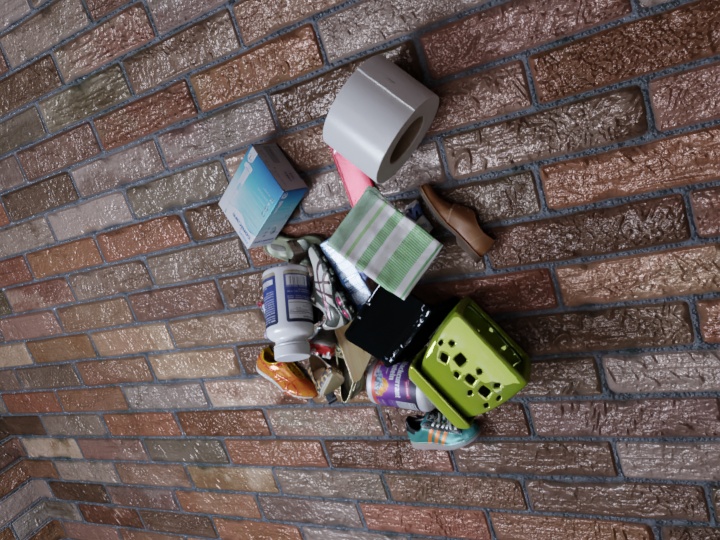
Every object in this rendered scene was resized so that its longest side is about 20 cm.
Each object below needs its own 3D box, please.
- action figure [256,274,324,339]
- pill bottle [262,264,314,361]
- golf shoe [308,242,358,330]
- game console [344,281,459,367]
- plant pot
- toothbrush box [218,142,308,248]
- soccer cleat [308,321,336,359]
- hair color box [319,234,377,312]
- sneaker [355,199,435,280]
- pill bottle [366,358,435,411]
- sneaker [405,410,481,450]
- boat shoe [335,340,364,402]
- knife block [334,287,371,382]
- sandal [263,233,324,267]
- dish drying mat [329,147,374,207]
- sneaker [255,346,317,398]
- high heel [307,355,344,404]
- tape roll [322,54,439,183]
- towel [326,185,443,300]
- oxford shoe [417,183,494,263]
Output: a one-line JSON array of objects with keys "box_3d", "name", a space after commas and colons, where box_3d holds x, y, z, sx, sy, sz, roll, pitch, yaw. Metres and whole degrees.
[{"box_3d": [-0.177, 0.077, 1.658, 0.197, 0.134, 0.152, 1, 112, 28], "name": "action figure"}, {"box_3d": [-0.162, 0.099, 1.536, 0.110, 0.110, 0.204, -20, 69, 36], "name": "pill bottle"}, {"box_3d": [-0.083, 0.035, 1.528, 0.087, 0.077, 0.202, -29, 76, 14], "name": "golf shoe"}, {"box_3d": [0.092, 0.106, 1.499, 0.117, 0.174, 0.201, 51, 130, 22], "name": "game console"}, {"box_3d": [0.218, 0.195, 1.398, 0.200, 0.199, 0.182, 45, 107, 6], "name": "plant pot"}, {"box_3d": [-0.231, -0.173, 1.586, 0.147, 0.085, 0.201, 53, 128, 19], "name": "toothbrush box"}, {"box_3d": [-0.088, 0.163, 1.617, 0.067, 0.200, 0.087, 15, 81, 0], "name": "soccer cleat"}, {"box_3d": [0.000, 0.000, 1.533, 0.060, 0.100, 0.202, -26, 97, 35], "name": "hair color box"}, {"box_3d": [0.089, -0.040, 1.441, 0.115, 0.081, 0.200, 44, 92, -6], "name": "sneaker"}, {"box_3d": [0.122, 0.265, 1.573, 0.197, 0.111, 0.113, 2, 113, 30], "name": "pill bottle"}, {"box_3d": [0.188, 0.374, 1.608, 0.198, 0.071, 0.081, -17, 107, 37], "name": "sneaker"}, {"box_3d": [-0.030, 0.229, 1.680, 0.072, 0.063, 0.204, 13, 118, 26], "name": "boat shoe"}, {"box_3d": [-0.040, 0.135, 1.590, 0.173, 0.064, 0.203, 25, 88, -1], "name": "knife block"}, {"box_3d": [-0.161, -0.043, 1.638, 0.198, 0.057, 0.081, 5, 114, 30], "name": "sandal"}, {"box_3d": [-0.018, -0.222, 1.493, 0.076, 0.018, 0.203, -13, 104, 34], "name": "dish drying mat"}, {"box_3d": [-0.194, 0.274, 1.800, 0.198, 0.073, 0.078, 28, 114, 15], "name": "sneaker"}, {"box_3d": [-0.099, 0.237, 1.671, 0.144, 0.070, 0.201, 60, 163, 24], "name": "high heel"}, {"box_3d": [0.040, -0.291, 1.312, 0.139, 0.202, 0.204, 38, 126, 11], "name": "tape roll"}, {"box_3d": [0.053, -0.055, 1.388, 0.199, 0.023, 0.153, 37, 86, -4], "name": "towel"}, {"box_3d": [0.196, -0.111, 1.395, 0.071, 0.071, 0.200, -43, 85, 9], "name": "oxford shoe"}]
